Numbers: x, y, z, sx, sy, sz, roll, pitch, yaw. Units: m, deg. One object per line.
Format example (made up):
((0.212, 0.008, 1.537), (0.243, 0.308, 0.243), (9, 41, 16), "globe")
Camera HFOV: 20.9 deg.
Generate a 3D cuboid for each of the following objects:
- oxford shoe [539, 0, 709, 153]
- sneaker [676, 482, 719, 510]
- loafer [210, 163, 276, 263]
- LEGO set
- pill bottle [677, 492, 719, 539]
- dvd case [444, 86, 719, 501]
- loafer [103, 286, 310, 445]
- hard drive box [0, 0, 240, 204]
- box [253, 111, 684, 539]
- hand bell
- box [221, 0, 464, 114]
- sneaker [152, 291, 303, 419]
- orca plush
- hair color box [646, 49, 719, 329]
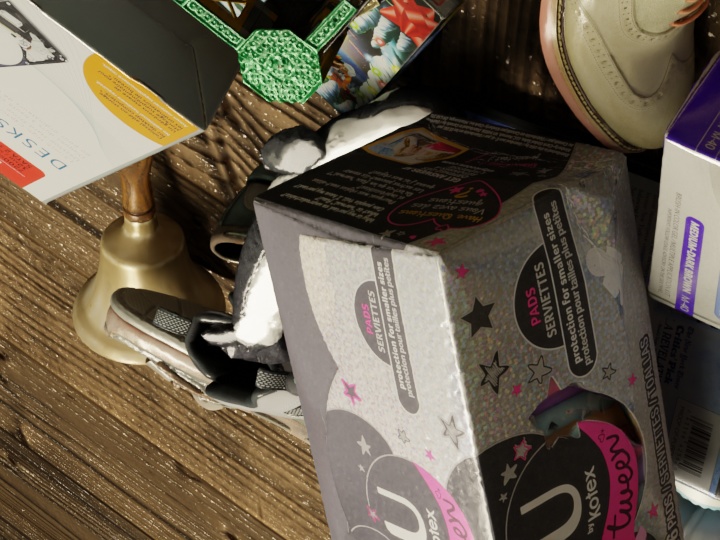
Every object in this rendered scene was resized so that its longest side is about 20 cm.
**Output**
((0.113, -0.115, 0.752), (0.074, 0.071, 0.200), (20, 149, 31), "oxford shoe")
((0.131, 0.033, 0.980), (0.200, 0.076, 0.081), (33, 135, 21), "sneaker")
((0.000, 0.000, 1.114), (0.200, 0.063, 0.072), (23, 149, 35), "loafer")
((-0.016, -0.179, 0.788), (0.154, 0.116, 0.200), (31, 132, -6), "LEGO set")
((0.101, 0.131, 1.021), (0.200, 0.111, 0.111), (21, 150, 21), "pill bottle")
((0.108, 0.008, 0.933), (0.200, 0.018, 0.143), (24, 115, 34), "dvd case")
((-0.077, 0.074, 1.254), (0.200, 0.063, 0.072), (21, -160, -17), "loafer")
((-0.175, -0.127, 1.073), (0.156, 0.077, 0.200), (36, 153, -22), "hard drive box")
((0.050, 0.050, 0.863), (0.132, 0.115, 0.201), (18, 128, 49), "box")
((-0.144, -0.046, 1.254), (0.104, 0.104, 0.200), (28, 140, 27), "hand bell")
((-0.045, -0.170, 0.926), (0.200, 0.040, 0.137), (42, 155, -2), "box")
((-0.057, 0.038, 1.142), (0.139, 0.078, 0.200), (10, -175, -21), "sneaker")
((-0.004, -0.030, 0.991), (0.105, 0.071, 0.200), (23, 129, 0), "orca plush")
((0.217, 0.000, 0.775), (0.200, 0.065, 0.109), (24, 149, 20), "hair color box")
